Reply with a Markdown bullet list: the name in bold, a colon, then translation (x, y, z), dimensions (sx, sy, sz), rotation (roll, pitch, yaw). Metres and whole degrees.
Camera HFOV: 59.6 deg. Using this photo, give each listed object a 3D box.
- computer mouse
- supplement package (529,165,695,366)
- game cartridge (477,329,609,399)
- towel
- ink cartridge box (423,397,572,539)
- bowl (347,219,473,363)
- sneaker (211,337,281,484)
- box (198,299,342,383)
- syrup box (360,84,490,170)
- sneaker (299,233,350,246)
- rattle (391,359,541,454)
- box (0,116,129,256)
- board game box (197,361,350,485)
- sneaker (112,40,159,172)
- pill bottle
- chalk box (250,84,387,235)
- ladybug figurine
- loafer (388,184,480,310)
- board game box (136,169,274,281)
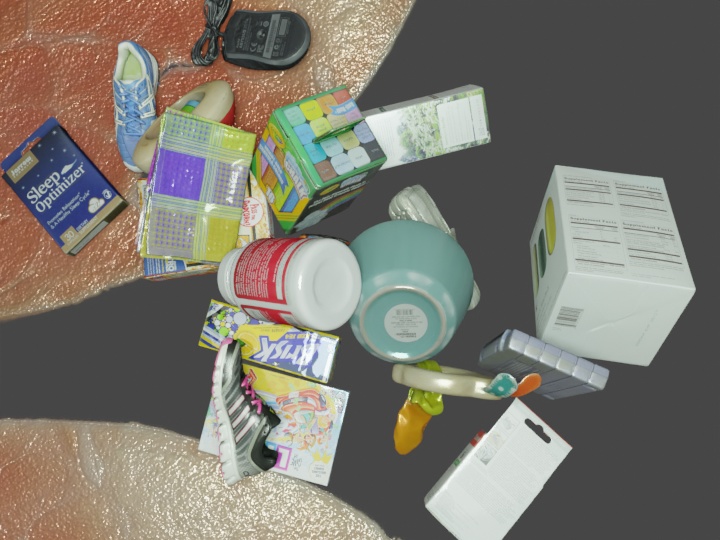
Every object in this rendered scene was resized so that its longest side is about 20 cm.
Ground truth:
- **computer mouse**: translation (-0.161, -0.368, 0.994), dimensions (0.196, 0.053, 0.141), rotation (16, 86, 17)
- **supplement package**: translation (0.317, -0.009, 0.831), dimensions (0.147, 0.153, 0.202), rotation (7, 47, 4)
- **game cartridge**: translation (0.231, 0.127, 0.836), dimensions (0.128, 0.200, 0.039), rotation (28, 77, 6)
- **towel**: translation (-0.225, -0.108, 0.877), dimensions (0.141, 0.023, 0.204), rotation (11, 95, -32)
- **ink cartridge box**: translation (0.193, 0.291, 0.894), dimensions (0.109, 0.050, 0.201), rotation (41, 85, 7)
- **bowl**: translation (0.058, 0.045, 0.854), dimensions (0.196, 0.106, 0.205), rotation (3, 118, 6)
- **sneaker**: translation (-0.154, 0.191, 0.872), dimensions (0.085, 0.074, 0.205), rotation (-5, 94, -2)
- **box**: translation (-0.129, 0.104, 0.924), dimensions (0.196, 0.064, 0.071), rotation (16, 84, 5)
- **syrup box**: translation (0.085, -0.210, 0.932), dimensions (0.196, 0.082, 0.080), rotation (-14, 110, 2)
- **sneaker**: translation (0.000, 0.000, 0.935), dimensions (0.196, 0.075, 0.080), rotation (13, 96, 10)
- **rattle**: translation (0.133, 0.193, 0.843), dimensions (0.197, 0.130, 0.145), rotation (9, 72, 33)
- **box**: translation (-0.473, -0.138, 0.986), dimensions (0.121, 0.032, 0.200), rotation (-43, 82, -3)
- **board game box**: translation (-0.125, 0.219, 0.924), dimensions (0.196, 0.034, 0.137), rotation (13, 84, 4)
- **sneaker**: translation (-0.353, -0.254, 0.972), dimensions (0.074, 0.077, 0.205), rotation (-6, 84, 0)
- **pill bottle**: translation (-0.101, 0.014, 0.832), dimensions (0.198, 0.111, 0.115), rotation (4, 81, 45)
- **chalk box**: translation (-0.057, -0.160, 0.869), dimensions (0.124, 0.200, 0.125), rotation (-26, 81, -30)
- **ladybug figurine**: translation (-0.252, -0.207, 0.940), dimensions (0.134, 0.072, 0.201), rotation (7, 52, 43)
- **loafer**: translation (0.120, -0.036, 0.927), dimensions (0.069, 0.070, 0.202), rotation (-35, 95, -31)
- **board game box**: translation (-0.233, -0.074, 0.959), dimensions (0.195, 0.046, 0.155), rotation (-7, 82, 2)
